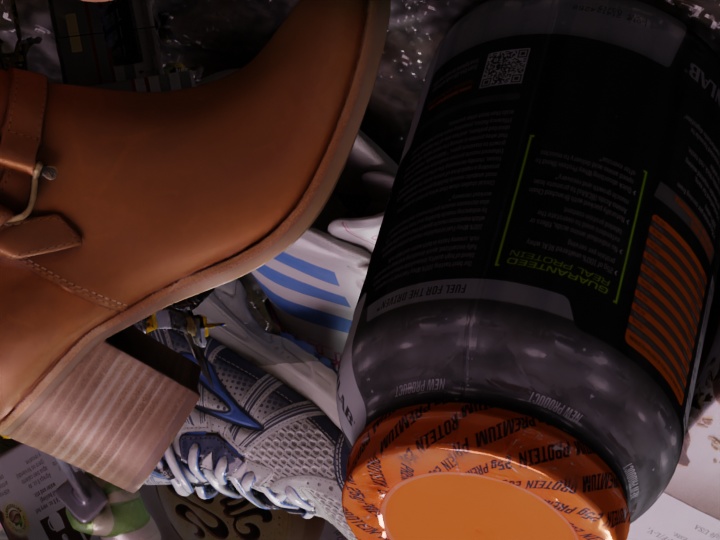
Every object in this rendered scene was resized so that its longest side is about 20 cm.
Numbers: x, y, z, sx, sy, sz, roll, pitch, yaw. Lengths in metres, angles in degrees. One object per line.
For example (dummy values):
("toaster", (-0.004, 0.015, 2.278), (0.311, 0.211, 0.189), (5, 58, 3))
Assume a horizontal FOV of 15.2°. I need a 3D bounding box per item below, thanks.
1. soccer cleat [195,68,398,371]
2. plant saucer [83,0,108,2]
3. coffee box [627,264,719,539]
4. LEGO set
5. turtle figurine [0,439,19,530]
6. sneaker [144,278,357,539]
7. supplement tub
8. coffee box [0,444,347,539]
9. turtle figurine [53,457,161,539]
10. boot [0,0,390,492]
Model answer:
("soccer cleat", (0.000, 0.000, 1.061), (0.086, 0.070, 0.200), (3, 143, 46))
("plant saucer", (-0.116, -0.179, 0.844), (0.200, 0.037, 0.201), (42, 154, 26))
("coffee box", (0.128, 0.067, 1.010), (0.080, 0.113, 0.200), (30, 118, -16))
("LEGO set", (-0.119, -0.040, 1.006), (0.115, 0.202, 0.154), (-12, 174, -32))
("turtle figurine", (-0.196, 0.086, 1.227), (0.100, 0.151, 0.200), (-12, 179, 12))
("sneaker", (-0.053, 0.063, 1.055), (0.200, 0.085, 0.077), (43, 165, 21))
("supplement tub", (0.062, 0.009, 0.946), (0.122, 0.201, 0.123), (12, 144, 9))
("coffee box", (-0.063, 0.146, 1.163), (0.080, 0.113, 0.201), (-30, 86, 43))
("turtle figurine", (-0.146, 0.142, 1.046), (0.199, 0.145, 0.193), (14, 168, -42))
("boot", (-0.092, -0.043, 0.893), (0.154, 0.201, 0.074), (32, 177, -10))
